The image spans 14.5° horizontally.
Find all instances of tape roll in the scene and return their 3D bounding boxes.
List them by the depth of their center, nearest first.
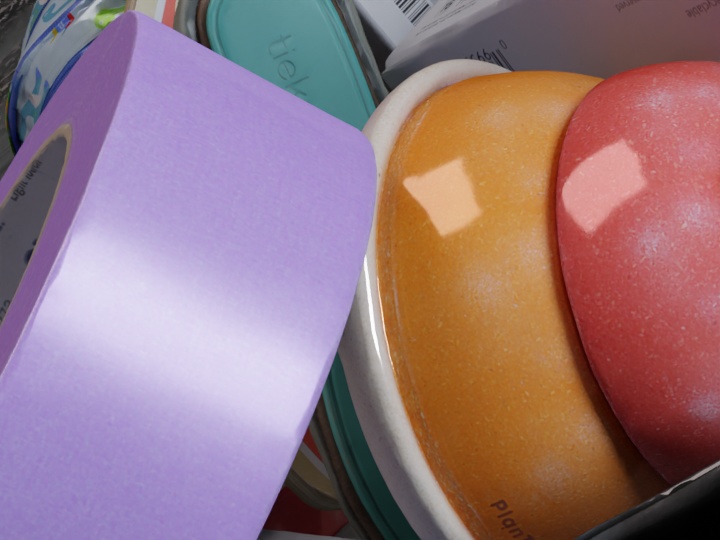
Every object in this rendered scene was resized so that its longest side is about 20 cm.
[{"bbox_3d":[-0.073,0.041,0.666,0.200,0.066,0.200,-56,15,23],"label":"tape roll"}]

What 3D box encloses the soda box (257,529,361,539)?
[{"bbox_3d":[-0.025,0.114,0.759,0.063,0.068,0.200,-44,13,-17],"label":"soda box"}]

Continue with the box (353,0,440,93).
[{"bbox_3d":[0.092,-0.090,0.903,0.200,0.156,0.041,-48,15,-26],"label":"box"}]

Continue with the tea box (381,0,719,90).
[{"bbox_3d":[0.148,-0.092,0.792,0.197,0.134,0.200,-48,14,-30],"label":"tea box"}]

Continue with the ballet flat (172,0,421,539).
[{"bbox_3d":[0.000,0.000,0.815,0.067,0.201,0.064,-22,1,-11],"label":"ballet flat"}]

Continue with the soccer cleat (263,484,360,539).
[{"bbox_3d":[-0.054,0.079,0.954,0.068,0.073,0.200,-49,14,-29],"label":"soccer cleat"}]

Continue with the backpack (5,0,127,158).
[{"bbox_3d":[-0.029,-0.038,0.980,0.163,0.200,0.154,-36,12,24],"label":"backpack"}]

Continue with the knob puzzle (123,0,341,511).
[{"bbox_3d":[0.005,-0.022,0.881,0.030,0.220,0.220,-31,16,51],"label":"knob puzzle"}]

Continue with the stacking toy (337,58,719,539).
[{"bbox_3d":[0.107,-0.002,0.665,0.200,0.146,0.146,-17,24,33],"label":"stacking toy"}]

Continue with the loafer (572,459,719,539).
[{"bbox_3d":[0.104,0.046,0.596,0.200,0.070,0.068,-38,11,13],"label":"loafer"}]
